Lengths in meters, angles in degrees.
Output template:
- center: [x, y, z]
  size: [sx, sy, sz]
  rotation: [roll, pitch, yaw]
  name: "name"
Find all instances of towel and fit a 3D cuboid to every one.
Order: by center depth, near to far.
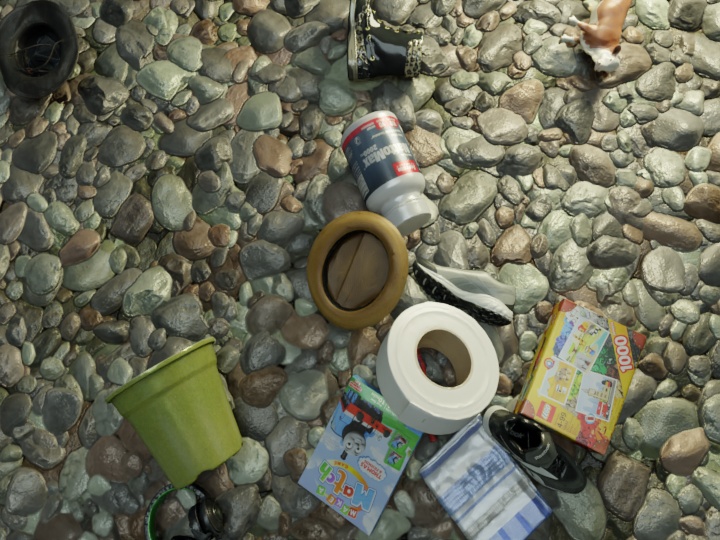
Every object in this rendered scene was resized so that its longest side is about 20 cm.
- center: [0.206, 0.365, 0.999]
  size: [0.146, 0.024, 0.201]
  rotation: [-39, 77, -4]
  name: "towel"

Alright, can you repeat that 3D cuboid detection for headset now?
- center: [-0.273, 0.440, 0.987]
  size: [0.197, 0.094, 0.125]
  rotation: [34, 82, 11]
  name: "headset"

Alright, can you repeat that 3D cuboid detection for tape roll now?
- center: [0.125, 0.159, 0.988]
  size: [0.195, 0.071, 0.208]
  rotation: [9, 56, -13]
  name: "tape roll"

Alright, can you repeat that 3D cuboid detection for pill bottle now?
- center: [0.051, -0.170, 1.090]
  size: [0.116, 0.120, 0.205]
  rotation: [-24, 76, -1]
  name: "pill bottle"

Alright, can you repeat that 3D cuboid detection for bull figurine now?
- center: [0.456, -0.469, 1.149]
  size: [0.118, 0.065, 0.206]
  rotation: [21, 79, 6]
  name: "bull figurine"

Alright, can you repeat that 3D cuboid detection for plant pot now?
- center: [-0.290, 0.244, 1.000]
  size: [0.196, 0.200, 0.188]
  rotation: [-30, 87, -3]
  name: "plant pot"

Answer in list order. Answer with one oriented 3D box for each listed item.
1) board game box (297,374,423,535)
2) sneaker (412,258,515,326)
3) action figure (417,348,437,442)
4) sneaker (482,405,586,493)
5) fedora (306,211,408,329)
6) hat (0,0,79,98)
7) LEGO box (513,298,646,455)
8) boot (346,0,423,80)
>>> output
- center: [0.004, 0.305, 1.004]
  size: [0.148, 0.037, 0.205]
  rotation: [28, 92, 15]
  name: "board game box"
- center: [0.183, 0.025, 1.062]
  size: [0.195, 0.074, 0.081]
  rotation: [25, 70, 4]
  name: "sneaker"
- center: [0.087, 0.194, 1.039]
  size: [0.063, 0.052, 0.207]
  rotation: [-14, 74, 7]
  name: "action figure"
- center: [0.287, 0.294, 0.964]
  size: [0.198, 0.091, 0.067]
  rotation: [38, 79, 2]
  name: "sneaker"
- center: [0.000, 0.000, 1.063]
  size: [0.193, 0.082, 0.209]
  rotation: [0, 89, 16]
  name: "fedora"
- center: [-0.646, -0.442, 1.237]
  size: [0.193, 0.081, 0.209]
  rotation: [-1, 85, 7]
  name: "hat"
- center: [0.362, 0.176, 1.001]
  size: [0.145, 0.077, 0.205]
  rotation: [23, 80, 10]
  name: "LEGO box"
- center: [0.050, -0.473, 1.187]
  size: [0.148, 0.074, 0.212]
  rotation: [3, 81, 3]
  name: "boot"
